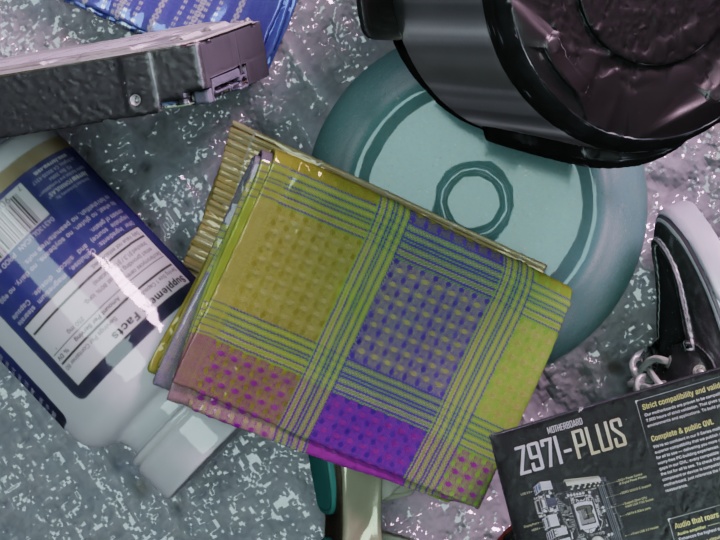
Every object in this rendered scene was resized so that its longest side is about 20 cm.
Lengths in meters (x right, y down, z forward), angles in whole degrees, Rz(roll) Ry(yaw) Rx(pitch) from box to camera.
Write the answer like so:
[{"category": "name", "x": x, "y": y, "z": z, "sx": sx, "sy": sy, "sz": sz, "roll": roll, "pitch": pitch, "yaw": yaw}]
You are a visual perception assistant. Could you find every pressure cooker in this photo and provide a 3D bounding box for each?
[{"category": "pressure cooker", "x": 0.107, "y": -0.153, "z": 1.020, "sx": 0.175, "sy": 0.200, "sz": 0.179, "roll": 37, "pitch": 83, "yaw": -23}]

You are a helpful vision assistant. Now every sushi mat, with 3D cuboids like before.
[{"category": "sushi mat", "x": 0.000, "y": 0.000, "z": 1.100, "sx": 0.198, "sy": 0.012, "sz": 0.096, "roll": 25, "pitch": 102, "yaw": 10}]

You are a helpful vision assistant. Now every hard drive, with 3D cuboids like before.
[{"category": "hard drive", "x": -0.160, "y": -0.100, "z": 1.070, "sx": 0.198, "sy": 0.140, "sz": 0.038, "roll": -7, "pitch": 101, "yaw": 13}]

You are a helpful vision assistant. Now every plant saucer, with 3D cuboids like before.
[{"category": "plant saucer", "x": 0.065, "y": -0.038, "z": 1.118, "sx": 0.198, "sy": 0.036, "sz": 0.203, "roll": 0, "pitch": 91, "yaw": 5}]

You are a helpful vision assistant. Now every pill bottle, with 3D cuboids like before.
[{"category": "pill bottle", "x": -0.146, "y": 0.026, "z": 1.097, "sx": 0.111, "sy": 0.111, "sz": 0.200, "roll": -44, "pitch": 88, "yaw": 3}]

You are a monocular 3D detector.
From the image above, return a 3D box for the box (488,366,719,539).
[{"category": "box", "x": 0.184, "y": 0.136, "z": 0.993, "sx": 0.198, "sy": 0.086, "sz": 0.165, "roll": -18, "pitch": 78, "yaw": 13}]

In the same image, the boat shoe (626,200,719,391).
[{"category": "boat shoe", "x": 0.184, "y": 0.065, "z": 1.091, "sx": 0.067, "sy": 0.074, "sz": 0.202, "roll": -16, "pitch": 96, "yaw": -7}]

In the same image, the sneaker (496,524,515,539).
[{"category": "sneaker", "x": 0.090, "y": 0.194, "z": 1.101, "sx": 0.200, "sy": 0.098, "sz": 0.071, "roll": -36, "pitch": 62, "yaw": -19}]

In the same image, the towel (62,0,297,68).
[{"category": "towel", "x": -0.119, "y": -0.210, "z": 1.137, "sx": 0.198, "sy": 0.024, "sz": 0.146, "roll": 24, "pitch": 91, "yaw": 4}]

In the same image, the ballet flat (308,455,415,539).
[{"category": "ballet flat", "x": 0.003, "y": 0.141, "z": 1.115, "sx": 0.069, "sy": 0.069, "sz": 0.203, "roll": -2, "pitch": 93, "yaw": 4}]

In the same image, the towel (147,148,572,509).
[{"category": "towel", "x": 0.002, "y": 0.033, "z": 1.049, "sx": 0.198, "sy": 0.023, "sz": 0.145, "roll": 22, "pitch": 99, "yaw": -15}]
